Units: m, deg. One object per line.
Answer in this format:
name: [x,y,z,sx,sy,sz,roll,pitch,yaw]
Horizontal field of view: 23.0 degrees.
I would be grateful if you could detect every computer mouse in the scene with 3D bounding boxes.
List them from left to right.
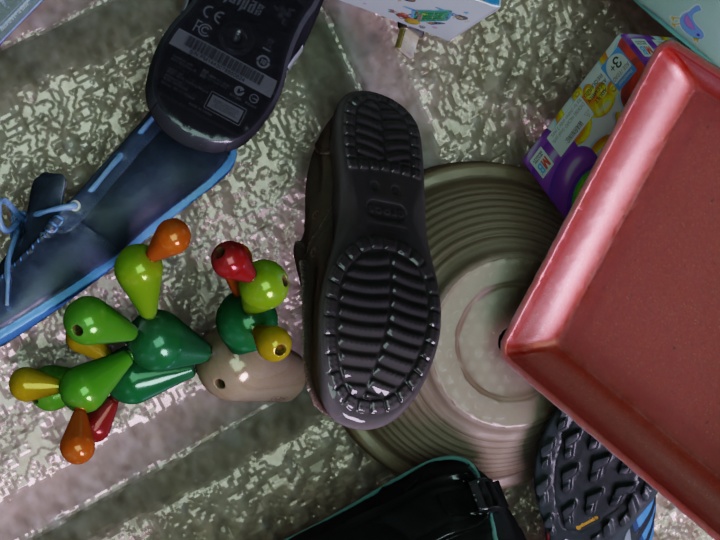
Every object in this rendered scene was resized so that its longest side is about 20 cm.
computer mouse: [-0.038,-0.138,1.019,0.140,0.046,0.201,23,68,-10]

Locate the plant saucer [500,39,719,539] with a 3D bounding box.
plant saucer: [0.188,0.015,0.907,0.037,0.199,0.201,5,118,-49]

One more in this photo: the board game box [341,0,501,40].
board game box: [-0.013,-0.232,0.982,0.199,0.064,0.148,16,71,-23]

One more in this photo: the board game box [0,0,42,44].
board game box: [-0.185,-0.243,0.994,0.135,0.035,0.200,44,85,-12]

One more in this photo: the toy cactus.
toy cactus: [-0.093,0.050,0.989,0.200,0.103,0.165,-37,144,30]

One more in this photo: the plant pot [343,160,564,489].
plant pot: [0.076,0.036,1.045,0.200,0.093,0.202,-1,93,-12]

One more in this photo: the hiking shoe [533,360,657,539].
hiking shoe: [0.141,0.126,1.041,0.074,0.087,0.201,14,119,12]

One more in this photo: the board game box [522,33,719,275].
board game box: [0.202,-0.026,0.995,0.103,0.200,0.105,-3,140,-44]

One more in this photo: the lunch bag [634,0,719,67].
lunch bag: [0.248,-0.201,1.032,0.160,0.077,0.200,38,56,-4]

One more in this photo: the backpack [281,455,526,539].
backpack: [0.012,0.225,1.001,0.199,0.176,0.154,-22,136,5]

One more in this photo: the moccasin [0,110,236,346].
moccasin: [-0.163,-0.028,1.004,0.200,0.080,0.068,-41,96,-21]

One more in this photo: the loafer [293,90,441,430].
loafer: [0.000,0.000,0.993,0.073,0.071,0.201,17,60,-22]
